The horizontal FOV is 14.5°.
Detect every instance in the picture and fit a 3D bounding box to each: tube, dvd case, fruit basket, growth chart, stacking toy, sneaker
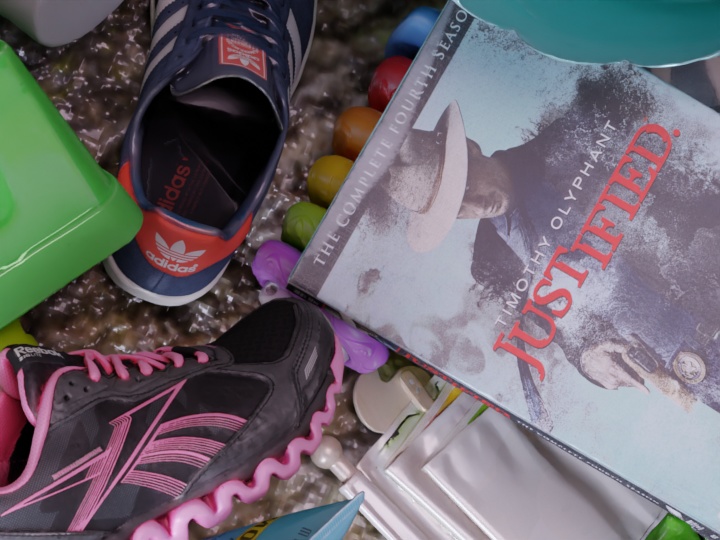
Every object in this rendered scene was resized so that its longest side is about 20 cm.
[{"bbox_3d":[-0.052,0.121,1.040,0.050,0.200,0.077,43,70,-5],"label":"tube"},{"bbox_3d":[0.092,-0.006,1.101,0.200,0.022,0.146,31,85,0],"label":"dvd case"},{"bbox_3d":[-0.183,0.022,1.085,0.215,0.155,0.216,-18,122,-32],"label":"fruit basket"},{"bbox_3d":[0.088,0.065,1.195,0.200,0.018,0.145,-36,87,-22],"label":"growth chart"},{"bbox_3d":[0.000,0.000,1.153,0.116,0.110,0.200,43,80,-1],"label":"stacking toy"},{"bbox_3d":[-0.053,-0.087,1.160,0.075,0.085,0.201,14,71,-12],"label":"sneaker"},{"bbox_3d":[-0.090,0.057,1.041,0.200,0.079,0.096,-39,112,-30],"label":"sneaker"}]

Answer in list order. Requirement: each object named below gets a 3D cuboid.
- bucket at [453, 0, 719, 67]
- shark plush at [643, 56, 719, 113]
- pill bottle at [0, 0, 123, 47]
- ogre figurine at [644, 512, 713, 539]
[{"bbox_3d":[0.110,-0.178,1.051,0.206,0.135,0.208,3,100,17],"label":"bucket"},{"bbox_3d":[0.115,-0.077,1.211,0.083,0.091,0.200,-30,87,-5],"label":"shark plush"},{"bbox_3d":[-0.172,-0.179,1.114,0.200,0.113,0.113,40,68,13],"label":"pill bottle"},{"bbox_3d":[0.171,0.148,1.148,0.120,0.098,0.200,-33,130,-17],"label":"ogre figurine"}]
